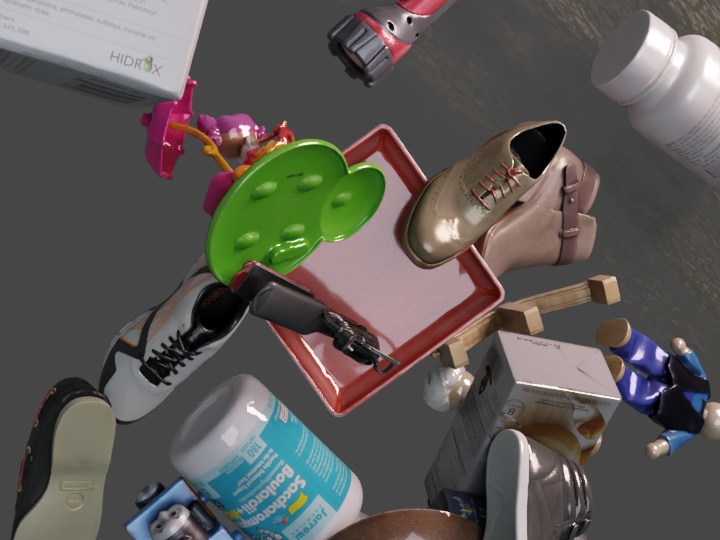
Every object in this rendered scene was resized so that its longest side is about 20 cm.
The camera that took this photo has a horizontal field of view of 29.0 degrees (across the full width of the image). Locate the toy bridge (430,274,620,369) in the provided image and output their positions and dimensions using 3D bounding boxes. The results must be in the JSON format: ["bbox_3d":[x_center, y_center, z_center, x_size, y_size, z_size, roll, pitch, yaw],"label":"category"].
[{"bbox_3d":[0.157,0.048,1.379,0.199,0.067,0.027,-21,101,-18],"label":"toy bridge"}]

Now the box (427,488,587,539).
[{"bbox_3d":[0.107,0.311,1.347,0.157,0.051,0.201,16,120,-20],"label":"box"}]

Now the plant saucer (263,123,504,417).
[{"bbox_3d":[0.000,0.000,1.305,0.199,0.037,0.201,-36,94,1],"label":"plant saucer"}]

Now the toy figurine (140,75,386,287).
[{"bbox_3d":[-0.104,-0.103,1.233,0.199,0.184,0.151,-14,136,-42],"label":"toy figurine"}]

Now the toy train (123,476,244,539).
[{"bbox_3d":[-0.133,0.279,1.274,0.087,0.114,0.200,-39,106,-12],"label":"toy train"}]

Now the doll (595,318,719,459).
[{"bbox_3d":[0.314,0.128,1.437,0.199,0.048,0.137,30,65,-34],"label":"doll"}]

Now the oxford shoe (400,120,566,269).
[{"bbox_3d":[0.112,-0.078,1.264,0.071,0.075,0.200,48,61,-7],"label":"oxford shoe"}]

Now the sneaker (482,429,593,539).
[{"bbox_3d":[0.160,0.250,1.247,0.099,0.071,0.201,16,72,-29],"label":"sneaker"}]

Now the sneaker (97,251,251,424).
[{"bbox_3d":[-0.168,0.062,1.249,0.074,0.080,0.200,38,98,-18],"label":"sneaker"}]

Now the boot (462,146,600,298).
[{"bbox_3d":[0.163,-0.027,1.380,0.145,0.070,0.201,11,103,-31],"label":"boot"}]

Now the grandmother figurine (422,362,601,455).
[{"bbox_3d":[0.153,0.127,1.391,0.199,0.060,0.122,11,84,-22],"label":"grandmother figurine"}]

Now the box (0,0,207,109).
[{"bbox_3d":[-0.236,-0.244,1.149,0.199,0.199,0.173,16,89,-19],"label":"box"}]

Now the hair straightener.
[{"bbox_3d":[-0.028,0.057,1.215,0.041,0.077,0.200,-49,135,5],"label":"hair straightener"}]

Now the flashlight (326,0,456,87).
[{"bbox_3d":[0.058,-0.263,1.320,0.200,0.068,0.068,-45,104,-9],"label":"flashlight"}]

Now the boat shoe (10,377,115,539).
[{"bbox_3d":[-0.271,0.195,1.250,0.073,0.063,0.203,10,105,-30],"label":"boat shoe"}]

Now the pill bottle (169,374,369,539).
[{"bbox_3d":[-0.073,0.199,1.290,0.200,0.111,0.111,45,80,-17],"label":"pill bottle"}]

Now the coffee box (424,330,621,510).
[{"bbox_3d":[0.151,0.166,1.334,0.114,0.080,0.201,11,123,-18],"label":"coffee box"}]

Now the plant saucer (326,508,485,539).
[{"bbox_3d":[0.041,0.305,1.279,0.199,0.037,0.202,-4,123,-7],"label":"plant saucer"}]

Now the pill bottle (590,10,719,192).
[{"bbox_3d":[0.334,-0.170,1.397,0.199,0.114,0.115,32,84,-19],"label":"pill bottle"}]
